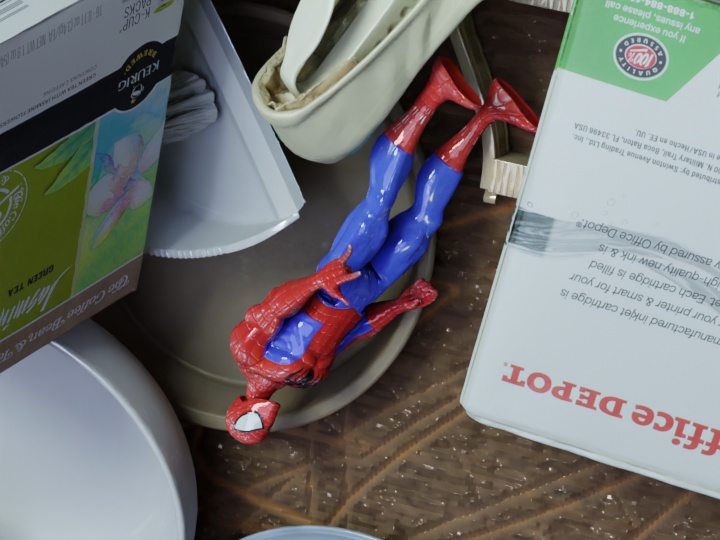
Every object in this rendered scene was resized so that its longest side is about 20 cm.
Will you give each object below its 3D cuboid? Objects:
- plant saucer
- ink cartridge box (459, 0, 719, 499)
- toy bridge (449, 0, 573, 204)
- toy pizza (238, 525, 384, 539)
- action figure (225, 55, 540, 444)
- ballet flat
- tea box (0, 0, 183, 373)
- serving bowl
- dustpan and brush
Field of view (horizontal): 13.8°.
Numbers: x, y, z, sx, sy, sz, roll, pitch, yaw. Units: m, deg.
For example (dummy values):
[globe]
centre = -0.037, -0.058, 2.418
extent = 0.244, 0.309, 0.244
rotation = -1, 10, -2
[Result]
[plant saucer]
centre = -0.055, -0.025, 1.375
extent = 0.199, 0.029, 0.201
rotation = 4, 101, 21
[ink cartridge box]
centre = 0.138, -0.020, 1.256
extent = 0.146, 0.083, 0.201
rotation = 18, 107, 5
[toy bridge]
centre = 0.071, -0.127, 1.304
extent = 0.067, 0.027, 0.201
rotation = 13, 105, 20
[toy pizza]
centre = -0.011, 0.215, 1.404
extent = 0.199, 0.032, 0.202
rotation = 5, 103, 22
[action figure]
centre = 0.000, 0.000, 1.308
extent = 0.200, 0.065, 0.052
rotation = -51, 53, 22
[ballet flat]
centre = 0.025, -0.131, 1.251
extent = 0.069, 0.069, 0.200
rotation = 41, 101, 10
[tea box]
centre = -0.196, -0.085, 1.266
extent = 0.200, 0.133, 0.197
rotation = 35, 136, 24
[serving bowl]
centre = -0.162, 0.084, 1.406
extent = 0.199, 0.066, 0.201
rotation = 12, 126, 17
[dustpan and brush]
centre = -0.125, -0.058, 1.346
extent = 0.200, 0.057, 0.140
rotation = -15, 103, 54
